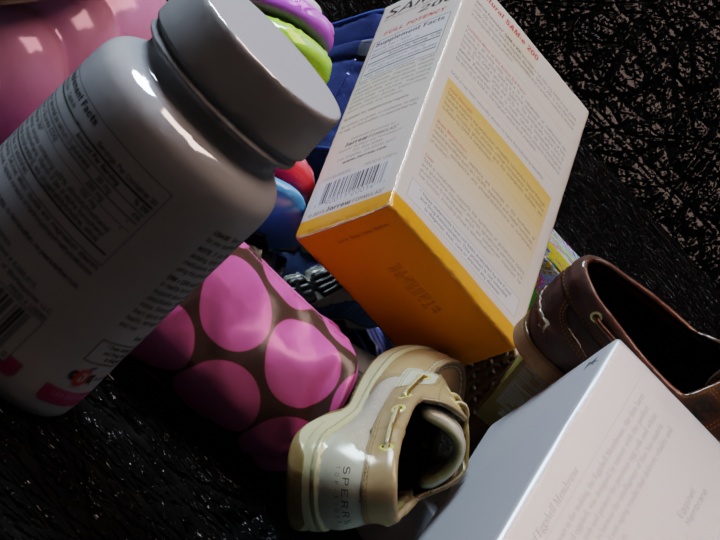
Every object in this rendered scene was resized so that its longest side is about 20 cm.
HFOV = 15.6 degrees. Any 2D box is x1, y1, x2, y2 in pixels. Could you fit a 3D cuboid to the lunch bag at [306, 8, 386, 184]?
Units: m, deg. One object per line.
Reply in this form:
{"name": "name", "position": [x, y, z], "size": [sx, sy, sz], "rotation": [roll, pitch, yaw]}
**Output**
{"name": "lunch bag", "position": [-0.003, -0.085, 1.689], "size": [0.136, 0.199, 0.133], "rotation": [41, 56, -32]}

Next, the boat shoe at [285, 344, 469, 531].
{"name": "boat shoe", "position": [0.024, 0.093, 1.395], "size": [0.066, 0.074, 0.200], "rotation": [6, 20, 20]}

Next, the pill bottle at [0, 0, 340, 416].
{"name": "pill bottle", "position": [-0.111, -0.037, 1.234], "size": [0.113, 0.200, 0.113], "rotation": [44, 13, -13]}

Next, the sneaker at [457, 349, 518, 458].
{"name": "sneaker", "position": [0.102, 0.117, 1.551], "size": [0.090, 0.067, 0.201], "rotation": [37, 24, -28]}

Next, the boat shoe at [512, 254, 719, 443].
{"name": "boat shoe", "position": [0.179, 0.068, 1.427], "size": [0.199, 0.070, 0.071], "rotation": [33, 35, -10]}

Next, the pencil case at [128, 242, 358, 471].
{"name": "pencil case", "position": [-0.087, 0.014, 1.392], "size": [0.200, 0.094, 0.091], "rotation": [46, -28, -26]}

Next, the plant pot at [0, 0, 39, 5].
{"name": "plant pot", "position": [-0.219, -0.216, 1.430], "size": [0.199, 0.093, 0.201], "rotation": [1, 22, -1]}

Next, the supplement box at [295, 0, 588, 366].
{"name": "supplement box", "position": [0.050, -0.057, 1.520], "size": [0.126, 0.073, 0.201], "rotation": [48, 42, -27]}

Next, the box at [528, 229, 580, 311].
{"name": "box", "position": [0.129, 0.063, 1.812], "size": [0.200, 0.122, 0.193], "rotation": [46, 9, -18]}

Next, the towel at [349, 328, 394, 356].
{"name": "towel", "position": [0.045, 0.058, 1.876], "size": [0.200, 0.024, 0.145], "rotation": [35, 18, -44]}

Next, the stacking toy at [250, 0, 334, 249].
{"name": "stacking toy", "position": [-0.054, -0.123, 1.514], "size": [0.115, 0.201, 0.110], "rotation": [20, -14, 7]}

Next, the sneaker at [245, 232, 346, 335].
{"name": "sneaker", "position": [-0.095, -0.005, 1.475], "size": [0.200, 0.078, 0.070], "rotation": [44, 13, -14]}

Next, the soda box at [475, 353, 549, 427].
{"name": "soda box", "position": [0.166, 0.111, 1.483], "size": [0.200, 0.064, 0.068], "rotation": [41, 34, 2]}

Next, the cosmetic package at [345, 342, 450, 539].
{"name": "cosmetic package", "position": [0.041, 0.136, 1.561], "size": [0.151, 0.052, 0.200], "rotation": [28, 23, -49]}

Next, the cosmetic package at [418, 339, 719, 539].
{"name": "cosmetic package", "position": [0.129, 0.184, 1.358], "size": [0.200, 0.123, 0.200], "rotation": [46, 44, -8]}

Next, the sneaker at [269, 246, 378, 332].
{"name": "sneaker", "position": [0.000, 0.000, 1.604], "size": [0.089, 0.199, 0.079], "rotation": [138, -49, -69]}

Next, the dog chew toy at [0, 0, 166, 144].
{"name": "dog chew toy", "position": [-0.181, -0.121, 1.469], "size": [0.125, 0.124, 0.200], "rotation": [47, 20, -1]}
